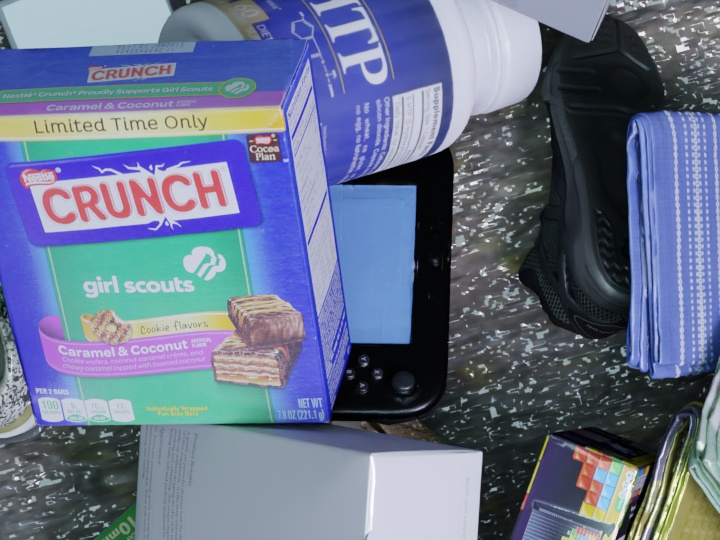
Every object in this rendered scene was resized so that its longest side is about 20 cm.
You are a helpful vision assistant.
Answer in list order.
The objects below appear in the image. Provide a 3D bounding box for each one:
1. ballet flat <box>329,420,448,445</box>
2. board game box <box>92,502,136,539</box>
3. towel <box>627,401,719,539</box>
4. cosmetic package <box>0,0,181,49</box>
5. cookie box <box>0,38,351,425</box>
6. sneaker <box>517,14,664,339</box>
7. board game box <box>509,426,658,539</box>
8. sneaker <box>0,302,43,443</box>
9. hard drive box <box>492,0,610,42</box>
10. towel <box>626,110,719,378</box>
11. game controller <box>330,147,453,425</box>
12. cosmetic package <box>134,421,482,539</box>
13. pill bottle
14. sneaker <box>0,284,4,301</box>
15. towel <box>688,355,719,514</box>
[{"bbox_3d":[-0.020,0.085,1.400,0.200,0.065,0.071,37,129,4],"label":"ballet flat"},{"bbox_3d":[-0.068,0.213,1.410,0.151,0.037,0.200,-41,89,8],"label":"board game box"},{"bbox_3d":[0.216,0.150,1.348,0.023,0.200,0.144,21,96,42],"label":"towel"},{"bbox_3d":[-0.131,-0.081,1.408,0.101,0.074,0.200,-20,88,3],"label":"cosmetic package"},{"bbox_3d":[-0.103,-0.017,1.255,0.171,0.075,0.200,-1,124,10],"label":"cookie box"},{"bbox_3d":[0.132,-0.049,1.392,0.076,0.114,0.200,5,62,-18],"label":"sneaker"},{"bbox_3d":[0.114,0.174,1.331,0.057,0.200,0.166,21,91,13],"label":"board game box"},{"bbox_3d":[-0.220,0.005,1.405,0.077,0.089,0.201,-6,90,4],"label":"sneaker"},{"bbox_3d":[0.101,-0.249,1.342,0.156,0.077,0.200,24,59,3],"label":"hard drive box"},{"bbox_3d":[0.207,-0.016,1.342,0.024,0.200,0.145,-2,90,39],"label":"towel"},{"bbox_3d":[0.000,0.000,1.370,0.104,0.042,0.200,5,56,-3],"label":"game controller"},{"bbox_3d":[-0.033,0.137,1.286,0.200,0.085,0.108,7,94,47],"label":"cosmetic package"},{"bbox_3d":[-0.003,-0.114,1.347,0.200,0.120,0.120,-19,90,-27],"label":"pill bottle"},{"bbox_3d":[-0.208,-0.003,1.329,0.089,0.077,0.200,33,82,-12],"label":"sneaker"},{"bbox_3d":[0.248,0.077,1.327,0.023,0.200,0.153,-12,129,39],"label":"towel"}]
